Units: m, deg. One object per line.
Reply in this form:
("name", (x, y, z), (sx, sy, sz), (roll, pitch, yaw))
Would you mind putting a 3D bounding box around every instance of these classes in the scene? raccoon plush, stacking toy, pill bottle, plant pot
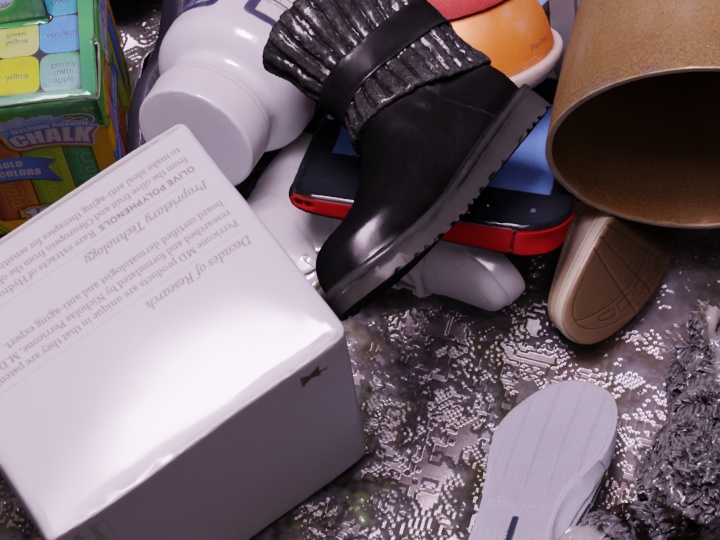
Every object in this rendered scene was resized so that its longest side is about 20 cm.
("raccoon plush", (0.182, 0.093, 1.004), (0.199, 0.097, 0.134), (-4, 54, -36))
("stacking toy", (0.047, -0.211, 1.086), (0.145, 0.201, 0.146), (-9, 25, 4))
("pill bottle", (-0.067, -0.151, 1.132), (0.110, 0.111, 0.201), (20, 51, 12))
("plant pot", (0.208, -0.156, 1.033), (0.185, 0.187, 0.201), (3, 64, 4))

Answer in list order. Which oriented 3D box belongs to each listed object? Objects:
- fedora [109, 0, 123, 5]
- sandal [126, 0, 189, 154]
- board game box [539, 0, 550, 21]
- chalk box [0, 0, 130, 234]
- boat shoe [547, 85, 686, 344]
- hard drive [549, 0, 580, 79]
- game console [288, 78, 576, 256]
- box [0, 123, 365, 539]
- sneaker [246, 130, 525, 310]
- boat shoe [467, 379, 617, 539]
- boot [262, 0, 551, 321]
("fedora", (-0.187, -0.249, 1.200), (0.200, 0.092, 0.201), (-25, 41, 23))
("sandal", (-0.123, -0.142, 1.187), (0.043, 0.076, 0.201), (-21, 48, 42))
("board game box", (0.117, -0.257, 1.243), (0.134, 0.034, 0.200), (38, 71, 19))
("chalk box", (-0.222, -0.126, 1.099), (0.124, 0.200, 0.125), (-7, 63, 0))
("boat shoe", (0.169, -0.041, 1.121), (0.065, 0.072, 0.201), (7, 62, 47))
("hard drive", (0.202, -0.231, 1.159), (0.027, 0.132, 0.200), (33, 61, 32))
("game console", (0.058, -0.083, 1.109), (0.176, 0.031, 0.200), (13, 34, 5))
("box", (-0.123, 0.068, 0.998), (0.199, 0.199, 0.172), (-35, 67, -13))
("sneaker", (0.000, 0.000, 1.103), (0.199, 0.074, 0.116), (30, 70, 27))
("boat shoe", (0.104, 0.150, 1.022), (0.072, 0.071, 0.200), (11, 43, 22))
("boot", (-0.001, -0.083, 0.985), (0.158, 0.079, 0.211), (41, 54, 1))
